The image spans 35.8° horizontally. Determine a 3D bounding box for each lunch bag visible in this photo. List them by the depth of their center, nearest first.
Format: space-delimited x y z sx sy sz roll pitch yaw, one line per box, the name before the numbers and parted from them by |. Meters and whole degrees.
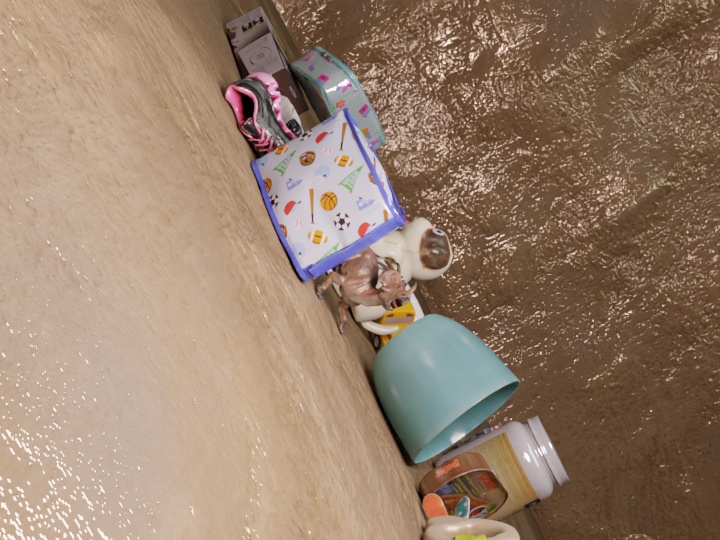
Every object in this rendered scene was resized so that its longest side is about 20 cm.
lunch bag | -0.039 -0.095 1.562 0.124 0.169 0.201 48 14 -50
lunch bag | -0.041 -0.304 1.994 0.160 0.077 0.200 48 -9 48

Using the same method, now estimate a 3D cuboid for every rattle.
rattle | 0.137 0.388 1.482 0.200 0.130 0.144 -2 -74 67

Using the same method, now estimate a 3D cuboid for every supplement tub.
supplement tub | 0.242 0.347 1.911 0.145 0.199 0.144 62 6 -12

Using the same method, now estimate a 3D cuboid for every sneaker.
sneaker | -0.144 -0.201 1.668 0.201 0.079 0.095 63 28 4
sneaker | -0.125 -0.216 1.831 0.201 0.071 0.073 -104 175 -51

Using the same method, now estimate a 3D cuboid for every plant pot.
plant pot | 0.113 0.164 1.672 0.161 0.200 0.201 53 3 17

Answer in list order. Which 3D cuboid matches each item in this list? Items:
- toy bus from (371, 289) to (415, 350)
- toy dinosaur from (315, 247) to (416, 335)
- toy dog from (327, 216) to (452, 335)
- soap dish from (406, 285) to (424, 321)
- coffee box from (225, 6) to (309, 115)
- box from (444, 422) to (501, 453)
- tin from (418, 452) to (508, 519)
toy bus | 0.045 0.058 1.956 0.201 0.065 0.079 -112 -148 -42
toy dinosaur | 0.000 0.000 1.634 0.201 0.135 0.086 66 6 27
toy dog | 0.055 -0.009 1.838 0.195 0.199 0.140 63 6 7
soap dish | 0.076 0.093 2.156 0.158 0.081 0.201 58 8 -43
coffee box | -0.171 -0.370 2.027 0.113 0.079 0.201 58 8 -47
box | 0.236 0.373 2.079 0.138 0.040 0.200 65 -24 11
tin | 0.154 0.329 1.656 0.042 0.111 0.200 66 6 34
